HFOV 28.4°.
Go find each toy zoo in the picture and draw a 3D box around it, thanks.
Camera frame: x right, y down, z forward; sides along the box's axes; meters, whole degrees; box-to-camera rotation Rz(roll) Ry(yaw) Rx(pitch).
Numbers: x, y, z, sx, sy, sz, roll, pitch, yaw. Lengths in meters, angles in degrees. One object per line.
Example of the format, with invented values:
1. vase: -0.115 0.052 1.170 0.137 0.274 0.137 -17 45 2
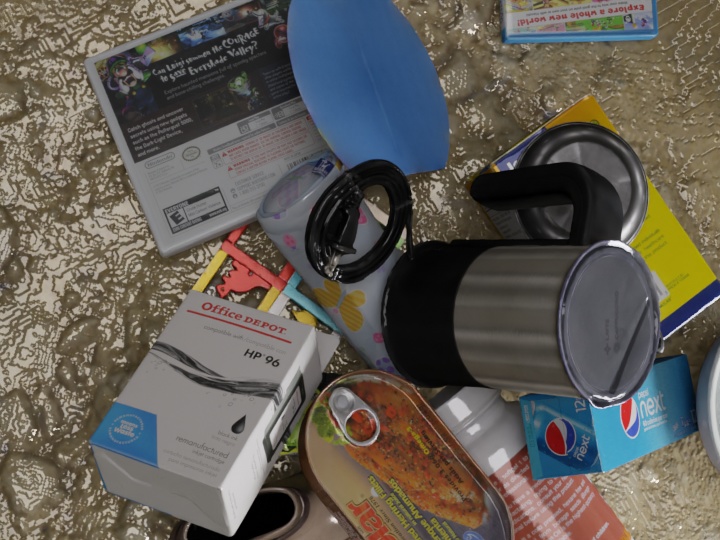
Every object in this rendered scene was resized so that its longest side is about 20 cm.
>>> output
1. toy zoo: -0.064 0.013 1.214 0.131 0.020 0.201 35 82 -4

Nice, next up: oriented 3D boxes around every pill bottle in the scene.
1. pill bottle: 0.130 0.183 1.182 0.112 0.112 0.201 -37 92 -8

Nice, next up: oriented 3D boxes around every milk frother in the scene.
1. milk frother: 0.085 0.007 1.044 0.198 0.187 0.183 -4 92 -41

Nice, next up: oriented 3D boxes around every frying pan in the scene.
1. frying pan: 0.181 -0.025 1.137 0.113 0.031 0.193 -5 84 -6

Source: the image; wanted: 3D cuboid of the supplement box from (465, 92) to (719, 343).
1. supplement box: 0.195 -0.030 1.206 0.109 0.109 0.201 -35 91 -8

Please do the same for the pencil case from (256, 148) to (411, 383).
1. pencil case: 0.000 0.000 1.163 0.201 0.083 0.091 55 41 -19

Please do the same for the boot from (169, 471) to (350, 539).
1. boot: -0.057 0.194 1.138 0.198 0.146 0.071 -24 76 -9

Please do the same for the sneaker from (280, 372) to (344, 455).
1. sneaker: -0.062 0.128 1.169 0.197 0.077 0.076 4 116 -1

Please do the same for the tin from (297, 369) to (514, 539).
1. tin: 0.033 0.170 1.097 0.112 0.042 0.201 -37 87 -29

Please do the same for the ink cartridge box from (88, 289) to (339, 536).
1. ink cartridge box: -0.106 0.090 1.098 0.115 0.068 0.201 15 51 19

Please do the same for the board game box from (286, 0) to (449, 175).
1. board game box: -0.002 -0.147 1.184 0.199 0.039 0.160 -15 83 -53

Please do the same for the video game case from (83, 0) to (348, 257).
1. video game case: -0.110 -0.131 1.205 0.198 0.023 0.184 -23 80 -8

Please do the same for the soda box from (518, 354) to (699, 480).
1. soda box: 0.207 0.117 1.160 0.064 0.199 0.069 -13 87 35

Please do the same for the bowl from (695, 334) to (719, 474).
1. bowl: 0.362 0.116 1.220 0.198 0.090 0.204 2 84 -18

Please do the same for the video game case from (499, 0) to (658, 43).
1. video game case: 0.190 -0.306 1.271 0.141 0.018 0.203 -3 86 -8
